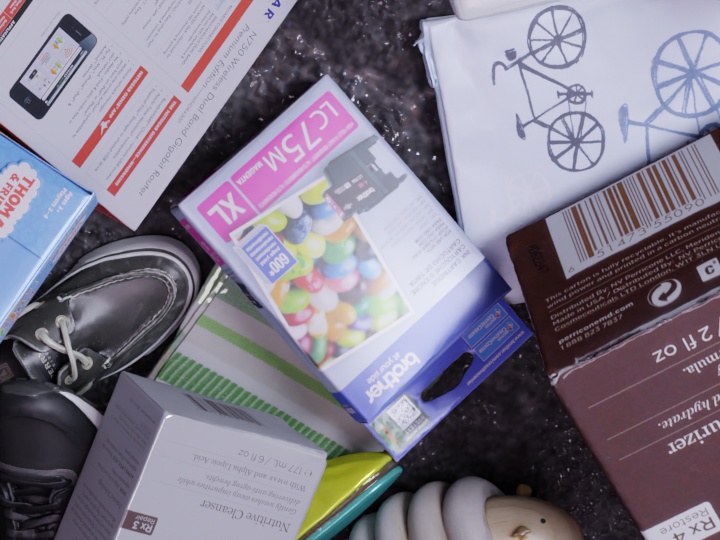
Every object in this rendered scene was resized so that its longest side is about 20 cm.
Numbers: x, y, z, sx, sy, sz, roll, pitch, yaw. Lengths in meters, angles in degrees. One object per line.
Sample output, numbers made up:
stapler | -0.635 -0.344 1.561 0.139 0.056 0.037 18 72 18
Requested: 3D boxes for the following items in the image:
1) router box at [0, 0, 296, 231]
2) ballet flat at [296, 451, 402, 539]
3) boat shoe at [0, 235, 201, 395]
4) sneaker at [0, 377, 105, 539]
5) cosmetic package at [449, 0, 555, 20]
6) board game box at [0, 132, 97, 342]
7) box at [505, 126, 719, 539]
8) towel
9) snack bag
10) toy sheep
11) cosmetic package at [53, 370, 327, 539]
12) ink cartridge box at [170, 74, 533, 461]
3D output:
router box | -0.132 -0.151 1.193 0.200 0.049 0.179 -55 134 -8
ballet flat | -0.062 0.164 1.340 0.067 0.067 0.200 46 107 10
boat shoe | -0.182 0.050 1.324 0.200 0.064 0.071 -31 106 7
sneaker | -0.178 0.153 1.303 0.076 0.088 0.200 3 134 15
cosmetic package | 0.103 -0.259 1.179 0.166 0.167 0.201 -13 108 4
board game box | -0.260 -0.031 1.150 0.200 0.037 0.151 34 80 2
box | 0.205 0.054 1.263 0.166 0.164 0.200 -28 118 9
towel | -0.069 0.097 1.353 0.152 0.023 0.200 32 108 -15
snack bag | 0.143 -0.074 1.316 0.199 0.021 0.189 -11 107 1
toy sheep | 0.045 0.196 1.345 0.200 0.138 0.138 -31 106 14
cosmetic package | -0.114 0.171 1.265 0.113 0.081 0.201 17 97 -28
ink cartridge box | 0.000 0.000 1.292 0.119 0.042 0.200 -42 97 -10
